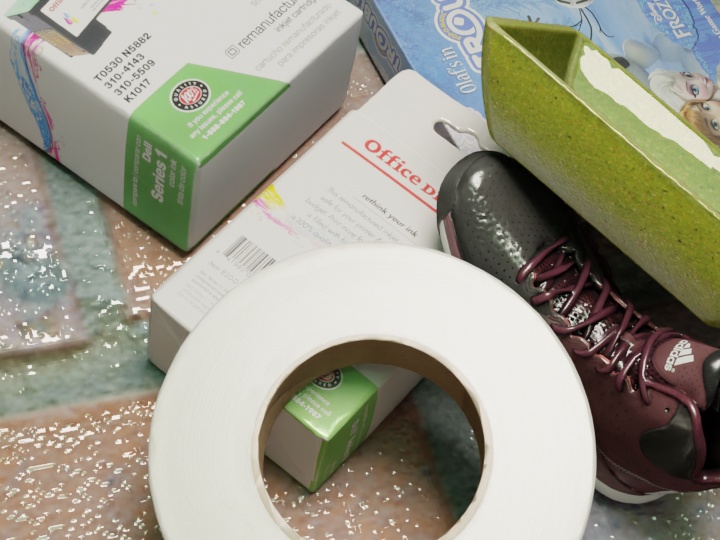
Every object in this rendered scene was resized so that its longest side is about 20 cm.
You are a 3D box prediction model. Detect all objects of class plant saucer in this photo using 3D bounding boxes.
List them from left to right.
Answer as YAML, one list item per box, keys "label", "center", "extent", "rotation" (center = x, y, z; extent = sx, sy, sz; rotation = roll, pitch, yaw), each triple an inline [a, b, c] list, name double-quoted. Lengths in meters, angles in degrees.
- label: "plant saucer"
  center: [0.146, -0.044, 0.867]
  extent: [0.200, 0.048, 0.200]
  rotation: [42, 17, 10]

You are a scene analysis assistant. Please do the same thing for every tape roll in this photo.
- label: "tape roll"
  center: [0.005, 0.085, 0.780]
  extent: [0.202, 0.037, 0.203]
  rotation: [0, 68, 0]

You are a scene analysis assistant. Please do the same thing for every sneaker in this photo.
- label: "sneaker"
  center: [0.124, 0.023, 0.824]
  extent: [0.076, 0.115, 0.200]
  rotation: [-40, 105, -24]

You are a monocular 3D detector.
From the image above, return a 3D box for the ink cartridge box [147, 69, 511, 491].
- label: "ink cartridge box"
  center: [0.000, 0.000, 0.890]
  extent: [0.117, 0.067, 0.200]
  rotation: [38, 62, 15]

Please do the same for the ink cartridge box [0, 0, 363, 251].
- label: "ink cartridge box"
  center: [-0.123, -0.128, 0.949]
  extent: [0.200, 0.084, 0.145]
  rotation: [35, 57, 14]

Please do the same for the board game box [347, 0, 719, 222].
- label: "board game box"
  center: [0.117, -0.124, 1.013]
  extent: [0.199, 0.043, 0.200]
  rotation: [-18, 62, -19]
